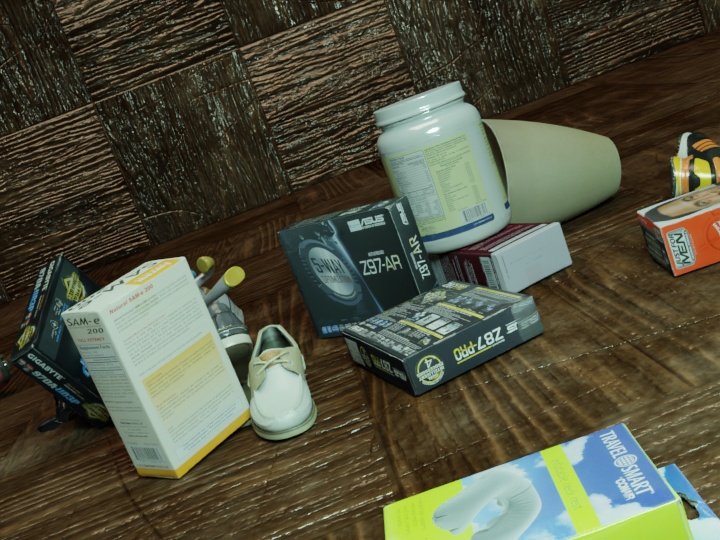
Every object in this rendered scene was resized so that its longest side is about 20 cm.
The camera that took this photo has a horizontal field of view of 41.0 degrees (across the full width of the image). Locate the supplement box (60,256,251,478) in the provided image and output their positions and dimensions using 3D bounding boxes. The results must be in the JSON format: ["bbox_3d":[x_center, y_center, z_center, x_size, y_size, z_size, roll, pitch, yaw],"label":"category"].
[{"bbox_3d":[-0.213,0.103,1.029,0.073,0.201,0.126,-6,21,41],"label":"supplement box"}]

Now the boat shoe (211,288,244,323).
[{"bbox_3d":[-0.184,0.096,1.348,0.074,0.067,0.200,-47,27,23],"label":"boat shoe"}]

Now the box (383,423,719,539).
[{"bbox_3d":[0.115,0.161,0.604,0.199,0.048,0.122,-21,12,4],"label":"box"}]

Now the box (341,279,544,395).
[{"bbox_3d":[0.085,0.068,1.076,0.161,0.049,0.200,-26,13,-16],"label":"box"}]

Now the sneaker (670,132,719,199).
[{"bbox_3d":[0.484,-0.144,1.335,0.090,0.070,0.200,2,21,25],"label":"sneaker"}]

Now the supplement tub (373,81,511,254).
[{"bbox_3d":[0.107,-0.136,1.285,0.145,0.201,0.145,-20,10,4],"label":"supplement tub"}]

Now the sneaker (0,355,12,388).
[{"bbox_3d":[-0.717,0.205,1.743,0.200,0.071,0.098,-16,12,32],"label":"sneaker"}]

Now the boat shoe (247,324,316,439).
[{"bbox_3d":[-0.095,0.121,1.069,0.074,0.069,0.200,-17,18,-6],"label":"boat shoe"}]

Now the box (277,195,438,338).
[{"bbox_3d":[0.000,0.000,1.252,0.200,0.161,0.043,-9,16,41],"label":"box"}]

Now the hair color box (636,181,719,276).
[{"bbox_3d":[0.420,-0.064,1.061,0.199,0.061,0.102,-20,13,5],"label":"hair color box"}]

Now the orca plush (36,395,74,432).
[{"bbox_3d":[-0.426,0.163,1.369,0.105,0.071,0.200,-57,11,25],"label":"orca plush"}]

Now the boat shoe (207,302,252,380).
[{"bbox_3d":[-0.171,0.097,1.166,0.072,0.063,0.200,-19,-17,-21],"label":"boat shoe"}]

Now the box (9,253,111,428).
[{"bbox_3d":[-0.386,0.094,1.319,0.046,0.159,0.200,-31,33,18],"label":"box"}]

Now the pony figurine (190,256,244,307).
[{"bbox_3d":[-0.244,0.068,1.239,0.193,0.167,0.200,-39,-5,-26],"label":"pony figurine"}]

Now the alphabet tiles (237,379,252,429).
[{"bbox_3d":[-0.169,0.169,1.156,0.199,0.006,0.166,-21,11,2],"label":"alphabet tiles"}]

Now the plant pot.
[{"bbox_3d":[0.279,-0.143,1.441,0.199,0.188,0.187,-8,9,-11],"label":"plant pot"}]

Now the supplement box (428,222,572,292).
[{"bbox_3d":[0.172,-0.017,1.277,0.109,0.061,0.200,-25,13,-22],"label":"supplement box"}]
